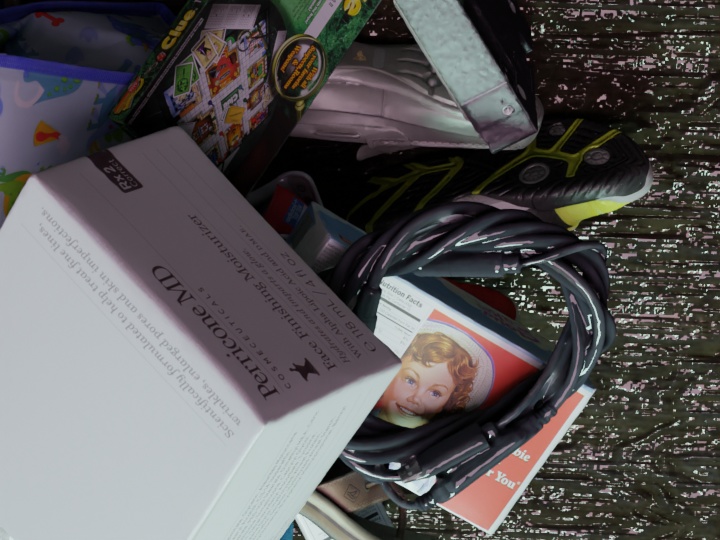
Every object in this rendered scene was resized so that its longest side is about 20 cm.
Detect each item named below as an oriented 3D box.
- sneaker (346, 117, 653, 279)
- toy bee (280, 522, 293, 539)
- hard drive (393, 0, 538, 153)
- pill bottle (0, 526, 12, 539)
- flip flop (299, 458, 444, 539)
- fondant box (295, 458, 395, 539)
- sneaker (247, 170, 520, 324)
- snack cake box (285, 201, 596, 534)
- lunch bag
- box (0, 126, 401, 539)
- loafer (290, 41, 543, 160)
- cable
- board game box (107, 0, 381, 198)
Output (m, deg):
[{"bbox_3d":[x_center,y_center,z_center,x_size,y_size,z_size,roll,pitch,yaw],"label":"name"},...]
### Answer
[{"bbox_3d":[0.094,-0.040,1.593,0.199,0.076,0.077,-11,130,22],"label":"sneaker"},{"bbox_3d":[-0.080,0.205,1.640,0.130,0.109,0.200,0,154,37],"label":"toy bee"},{"bbox_3d":[0.041,-0.182,1.462,0.038,0.140,0.200,-25,119,16],"label":"hard drive"},{"bbox_3d":[-0.240,0.157,1.695,0.199,0.111,0.111,28,118,-15],"label":"pill bottle"},{"bbox_3d":[-0.014,0.131,1.536,0.200,0.081,0.058,34,88,-21],"label":"flip flop"},{"bbox_3d":[-0.027,0.133,1.651,0.058,0.144,0.201,-26,119,-3],"label":"fondant box"},{"bbox_3d":[0.000,0.000,1.551,0.199,0.071,0.113,2,129,6],"label":"sneaker"},{"bbox_3d":[0.026,0.060,1.507,0.200,0.067,0.115,30,102,-20],"label":"snack cake box"},{"bbox_3d":[-0.193,-0.069,1.500,0.199,0.127,0.171,-7,125,-43],"label":"lunch bag"},{"bbox_3d":[-0.119,0.064,1.402,0.199,0.131,0.200,46,127,16],"label":"box"},{"bbox_3d":[0.014,-0.103,1.557,0.199,0.070,0.070,12,127,3],"label":"loafer"},{"bbox_3d":[0.055,0.036,1.447,0.200,0.051,0.163,-38,107,7],"label":"cable"},{"bbox_3d":[-0.058,-0.139,1.477,0.105,0.023,0.200,44,74,-35],"label":"board game box"}]
